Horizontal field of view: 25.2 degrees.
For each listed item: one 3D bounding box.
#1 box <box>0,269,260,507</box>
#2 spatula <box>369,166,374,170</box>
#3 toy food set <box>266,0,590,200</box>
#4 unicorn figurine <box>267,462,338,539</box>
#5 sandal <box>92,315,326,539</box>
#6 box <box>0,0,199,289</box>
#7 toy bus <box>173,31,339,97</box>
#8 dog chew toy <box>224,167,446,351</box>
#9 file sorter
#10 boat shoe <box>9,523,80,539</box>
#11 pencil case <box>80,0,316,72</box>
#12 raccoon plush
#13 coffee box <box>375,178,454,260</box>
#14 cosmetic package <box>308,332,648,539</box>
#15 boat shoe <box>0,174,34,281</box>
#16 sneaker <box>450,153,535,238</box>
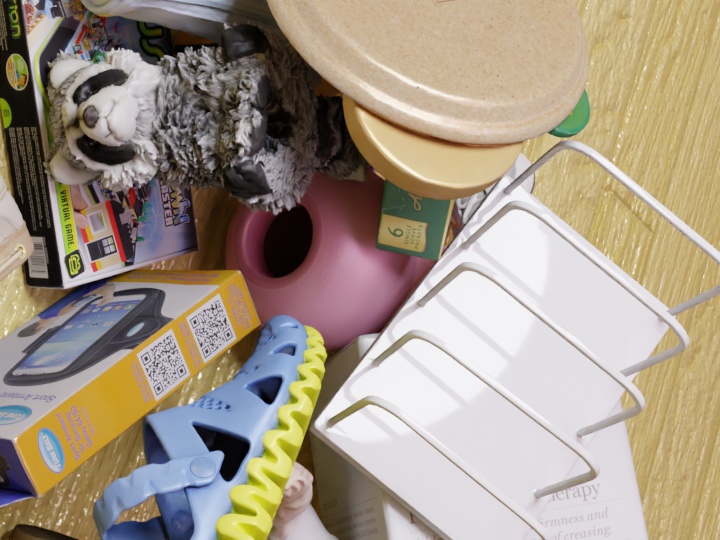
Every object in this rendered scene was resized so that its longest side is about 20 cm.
[{"bbox_3d":[-0.162,0.060,0.872,0.200,0.119,0.042,-37,117,-43],"label":"box"},{"bbox_3d":[0.019,-0.118,1.066,0.057,0.021,0.200,-53,163,-22],"label":"spatula"},{"bbox_3d":[0.038,-0.138,0.871,0.200,0.049,0.198,46,48,13],"label":"toy food set"},{"bbox_3d":[-0.061,0.148,0.981,0.200,0.137,0.074,46,64,-38],"label":"unicorn figurine"},{"bbox_3d":[-0.075,0.092,0.843,0.200,0.087,0.080,-67,177,-49],"label":"sandal"},{"bbox_3d":[-0.156,-0.099,0.934,0.110,0.035,0.200,-19,107,-48],"label":"box"},{"bbox_3d":[-0.029,-0.156,1.055,0.200,0.065,0.078,-30,114,-44],"label":"toy bus"},{"bbox_3d":[0.000,0.000,1.066,0.200,0.124,0.125,22,75,-57],"label":"dog chew toy"},{"bbox_3d":[0.094,0.048,0.913,0.139,0.125,0.200,39,72,-2],"label":"file sorter"},{"bbox_3d":[-0.132,0.207,0.957,0.201,0.073,0.063,31,76,-43],"label":"boat shoe"},{"bbox_3d":[-0.062,-0.162,0.919,0.200,0.083,0.091,13,54,-35],"label":"pencil case"},{"bbox_3d":[-0.090,-0.068,0.917,0.200,0.134,0.097,40,52,-62],"label":"raccoon plush"},{"bbox_3d":[0.052,-0.115,0.988,0.200,0.044,0.123,-74,176,-48],"label":"coffee box"},{"bbox_3d":[0.070,0.144,1.038,0.167,0.166,0.200,-6,78,-16],"label":"cosmetic package"},{"bbox_3d":[-0.234,0.029,0.821,0.069,0.074,0.200,56,52,-28],"label":"boat shoe"},{"bbox_3d":[0.080,-0.052,1.147,0.092,0.076,0.200,49,16,-25],"label":"sneaker"}]
